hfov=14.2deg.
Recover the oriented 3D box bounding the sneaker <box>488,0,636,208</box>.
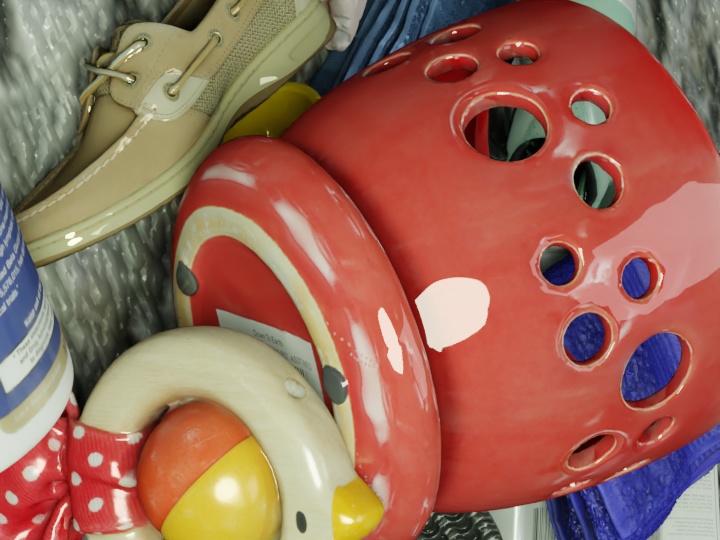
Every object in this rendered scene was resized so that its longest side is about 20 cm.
[{"bbox_3d":[0.098,-0.052,1.475,0.201,0.074,0.119,84,19,-60],"label":"sneaker"}]

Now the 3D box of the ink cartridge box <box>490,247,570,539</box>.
[{"bbox_3d":[0.082,0.085,1.491,0.145,0.083,0.201,1,92,-59],"label":"ink cartridge box"}]

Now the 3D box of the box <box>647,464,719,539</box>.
[{"bbox_3d":[0.165,0.132,1.562,0.144,0.036,0.201,100,-7,-64],"label":"box"}]

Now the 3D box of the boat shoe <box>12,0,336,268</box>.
[{"bbox_3d":[-0.090,-0.074,1.226,0.065,0.071,0.200,57,48,-17],"label":"boat shoe"}]

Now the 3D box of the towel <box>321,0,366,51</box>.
[{"bbox_3d":[0.010,-0.230,1.332,0.191,0.032,0.200,89,19,-64],"label":"towel"}]

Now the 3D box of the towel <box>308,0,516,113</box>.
[{"bbox_3d":[0.022,-0.078,1.415,0.112,0.048,0.200,60,45,-42],"label":"towel"}]

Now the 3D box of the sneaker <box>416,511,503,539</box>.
[{"bbox_3d":[0.000,0.087,1.340,0.070,0.093,0.200,-36,118,2],"label":"sneaker"}]

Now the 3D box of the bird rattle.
[{"bbox_3d":[-0.067,0.092,1.139,0.112,0.163,0.200,-4,52,-49],"label":"bird rattle"}]

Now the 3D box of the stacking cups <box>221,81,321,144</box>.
[{"bbox_3d":[0.000,0.000,1.325,0.200,0.060,0.061,55,49,-41],"label":"stacking cups"}]

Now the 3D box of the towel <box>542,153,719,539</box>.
[{"bbox_3d":[0.152,0.043,1.445,0.200,0.049,0.148,-37,113,-42],"label":"towel"}]

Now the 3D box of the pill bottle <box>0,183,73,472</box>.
[{"bbox_3d":[-0.185,-0.023,1.032,0.111,0.111,0.200,-52,134,-42],"label":"pill bottle"}]

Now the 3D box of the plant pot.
[{"bbox_3d":[0.033,0.005,1.182,0.182,0.200,0.201,-20,111,-28],"label":"plant pot"}]
